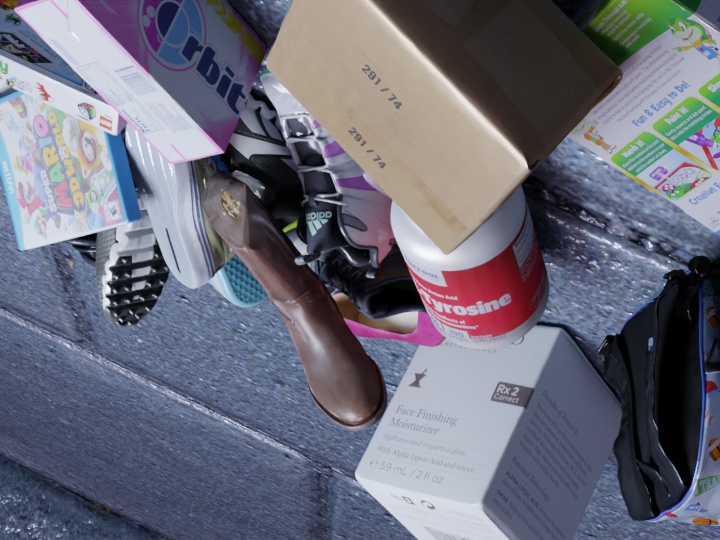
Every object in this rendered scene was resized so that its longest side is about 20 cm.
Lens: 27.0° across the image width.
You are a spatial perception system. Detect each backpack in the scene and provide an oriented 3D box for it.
[{"bbox_3d":[0.283,0.115,1.229,0.153,0.192,0.200,12,157,-4],"label":"backpack"}]

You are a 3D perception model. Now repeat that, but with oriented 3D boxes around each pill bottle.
[{"bbox_3d":[0.089,-0.028,1.247,0.112,0.113,0.200,16,154,26],"label":"pill bottle"}]

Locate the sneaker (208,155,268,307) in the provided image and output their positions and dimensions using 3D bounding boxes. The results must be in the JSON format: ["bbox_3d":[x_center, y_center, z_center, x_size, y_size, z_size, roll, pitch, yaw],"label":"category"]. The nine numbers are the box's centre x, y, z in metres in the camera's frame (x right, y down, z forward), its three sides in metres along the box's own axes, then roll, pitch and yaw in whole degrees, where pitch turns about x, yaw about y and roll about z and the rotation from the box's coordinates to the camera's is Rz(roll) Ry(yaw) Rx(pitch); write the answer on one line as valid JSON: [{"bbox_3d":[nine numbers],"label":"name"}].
[{"bbox_3d":[-0.162,-0.064,1.469,0.130,0.079,0.201,19,131,56],"label":"sneaker"}]

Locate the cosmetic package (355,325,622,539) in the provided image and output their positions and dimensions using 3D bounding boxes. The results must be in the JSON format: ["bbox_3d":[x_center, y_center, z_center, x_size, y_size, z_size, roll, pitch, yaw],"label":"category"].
[{"bbox_3d":[0.133,0.173,1.501,0.164,0.201,0.165,6,149,42],"label":"cosmetic package"}]

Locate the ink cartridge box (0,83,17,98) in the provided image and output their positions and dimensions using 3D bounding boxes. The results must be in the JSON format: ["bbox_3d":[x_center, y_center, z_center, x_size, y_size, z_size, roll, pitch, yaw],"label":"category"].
[{"bbox_3d":[-0.322,-0.185,1.414,0.161,0.050,0.200,47,158,-2],"label":"ink cartridge box"}]

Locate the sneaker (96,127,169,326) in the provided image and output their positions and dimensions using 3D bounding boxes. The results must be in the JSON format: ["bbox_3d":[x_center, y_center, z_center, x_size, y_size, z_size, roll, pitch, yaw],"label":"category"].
[{"bbox_3d":[-0.220,-0.049,1.397,0.090,0.066,0.201,35,126,48],"label":"sneaker"}]

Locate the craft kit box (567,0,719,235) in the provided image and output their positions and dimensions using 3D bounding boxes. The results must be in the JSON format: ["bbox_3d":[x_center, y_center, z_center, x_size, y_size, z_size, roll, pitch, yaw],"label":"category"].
[{"bbox_3d":[0.226,-0.114,1.008,0.197,0.049,0.200,29,157,-9],"label":"craft kit box"}]

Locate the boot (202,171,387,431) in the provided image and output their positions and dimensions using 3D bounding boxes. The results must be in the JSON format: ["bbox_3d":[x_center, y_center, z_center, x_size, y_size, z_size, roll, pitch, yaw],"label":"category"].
[{"bbox_3d":[-0.058,0.023,1.269,0.187,0.064,0.200,56,178,43],"label":"boot"}]

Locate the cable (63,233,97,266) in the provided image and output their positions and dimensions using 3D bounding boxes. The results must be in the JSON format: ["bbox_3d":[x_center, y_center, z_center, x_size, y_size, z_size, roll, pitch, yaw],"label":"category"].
[{"bbox_3d":[-0.275,-0.063,1.548,0.199,0.163,0.051,36,118,0],"label":"cable"}]

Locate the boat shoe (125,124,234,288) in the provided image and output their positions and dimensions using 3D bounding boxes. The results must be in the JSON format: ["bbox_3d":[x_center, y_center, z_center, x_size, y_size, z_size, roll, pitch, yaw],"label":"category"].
[{"bbox_3d":[-0.156,-0.075,1.324,0.072,0.062,0.201,30,145,33],"label":"boat shoe"}]

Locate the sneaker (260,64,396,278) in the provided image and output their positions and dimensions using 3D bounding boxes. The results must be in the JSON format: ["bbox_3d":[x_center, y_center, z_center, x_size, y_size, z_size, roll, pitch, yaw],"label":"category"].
[{"bbox_3d":[-0.031,-0.071,1.254,0.200,0.141,0.077,42,153,-31],"label":"sneaker"}]

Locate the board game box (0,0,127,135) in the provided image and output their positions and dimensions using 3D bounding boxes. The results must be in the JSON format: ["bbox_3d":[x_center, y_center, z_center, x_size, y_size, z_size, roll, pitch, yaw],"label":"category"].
[{"bbox_3d":[-0.260,-0.200,1.259,0.199,0.127,0.035,25,138,7],"label":"board game box"}]

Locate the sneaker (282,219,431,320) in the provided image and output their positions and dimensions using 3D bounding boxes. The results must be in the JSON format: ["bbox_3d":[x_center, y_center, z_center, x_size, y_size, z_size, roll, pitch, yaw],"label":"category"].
[{"bbox_3d":[0.000,0.000,1.394,0.198,0.081,0.074,4,133,22],"label":"sneaker"}]

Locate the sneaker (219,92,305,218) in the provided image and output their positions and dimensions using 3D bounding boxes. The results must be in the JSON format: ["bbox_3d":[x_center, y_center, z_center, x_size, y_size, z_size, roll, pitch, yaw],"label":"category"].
[{"bbox_3d":[-0.091,-0.096,1.335,0.199,0.091,0.067,29,156,-3],"label":"sneaker"}]

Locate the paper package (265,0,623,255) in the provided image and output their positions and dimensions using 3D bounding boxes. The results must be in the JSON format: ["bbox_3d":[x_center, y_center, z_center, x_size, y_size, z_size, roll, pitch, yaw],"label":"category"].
[{"bbox_3d":[0.048,-0.137,1.022,0.200,0.103,0.191,45,157,2],"label":"paper package"}]

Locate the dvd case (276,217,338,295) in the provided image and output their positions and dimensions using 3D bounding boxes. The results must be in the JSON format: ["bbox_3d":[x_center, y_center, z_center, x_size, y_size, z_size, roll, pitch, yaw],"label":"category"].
[{"bbox_3d":[-0.064,-0.037,1.511,0.150,0.025,0.200,31,156,-6],"label":"dvd case"}]

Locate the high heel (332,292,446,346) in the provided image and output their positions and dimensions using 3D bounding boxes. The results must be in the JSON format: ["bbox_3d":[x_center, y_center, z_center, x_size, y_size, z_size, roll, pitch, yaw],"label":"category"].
[{"bbox_3d":[0.031,0.034,1.486,0.095,0.068,0.200,13,174,-16],"label":"high heel"}]

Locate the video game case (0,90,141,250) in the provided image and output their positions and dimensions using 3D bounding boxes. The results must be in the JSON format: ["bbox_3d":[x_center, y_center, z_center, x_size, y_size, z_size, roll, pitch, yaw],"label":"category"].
[{"bbox_3d":[-0.273,-0.100,1.360,0.199,0.018,0.144,-10,95,50],"label":"video game case"}]

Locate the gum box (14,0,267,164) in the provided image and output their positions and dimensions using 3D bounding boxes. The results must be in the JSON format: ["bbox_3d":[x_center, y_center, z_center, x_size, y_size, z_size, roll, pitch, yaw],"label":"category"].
[{"bbox_3d":[-0.164,-0.186,1.187,0.066,0.114,0.200,-7,140,38],"label":"gum box"}]
